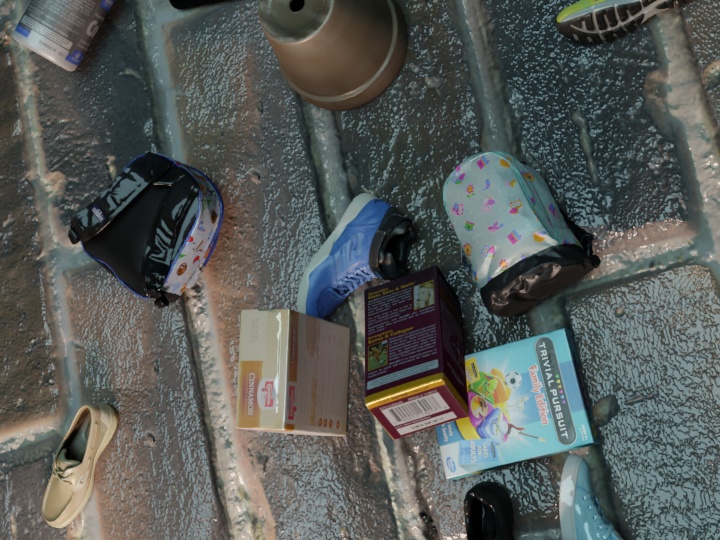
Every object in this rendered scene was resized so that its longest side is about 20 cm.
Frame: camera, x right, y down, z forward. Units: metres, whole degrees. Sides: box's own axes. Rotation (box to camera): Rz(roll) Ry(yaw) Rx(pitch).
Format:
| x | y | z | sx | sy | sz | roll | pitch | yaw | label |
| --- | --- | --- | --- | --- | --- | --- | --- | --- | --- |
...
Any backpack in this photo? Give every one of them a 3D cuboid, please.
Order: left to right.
| x | y | z | sx | sy | sz | roll | pitch | yaw | label |
| --- | --- | --- | --- | --- | --- | --- | --- | --- | --- |
| -0.291 | -0.068 | 1.711 | 0.200 | 0.154 | 0.191 | 35 | 103 | 18 | backpack |
| 0.196 | -0.060 | 1.519 | 0.167 | 0.127 | 0.200 | -29 | 68 | 19 | backpack |

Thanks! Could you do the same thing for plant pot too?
| x | y | z | sx | sy | sz | roll | pitch | yaw | label |
| --- | --- | --- | --- | --- | --- | --- | --- | --- | --- |
| -0.054 | -0.345 | 1.650 | 0.199 | 0.173 | 0.201 | -4 | 80 | 22 | plant pot |

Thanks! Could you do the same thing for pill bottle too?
| x | y | z | sx | sy | sz | roll | pitch | yaw | label |
| --- | --- | --- | --- | --- | --- | --- | --- | --- | --- |
| -0.459 | -0.431 | 1.867 | 0.114 | 0.114 | 0.200 | 32 | 94 | 24 | pill bottle |

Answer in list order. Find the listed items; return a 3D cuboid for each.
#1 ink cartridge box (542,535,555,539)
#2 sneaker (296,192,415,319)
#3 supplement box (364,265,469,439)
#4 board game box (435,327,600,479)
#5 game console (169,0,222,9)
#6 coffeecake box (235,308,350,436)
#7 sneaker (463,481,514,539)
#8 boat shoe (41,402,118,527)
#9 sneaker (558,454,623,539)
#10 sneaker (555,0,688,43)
| x | y | z | sx | sy | sz | roll | pitch | yaw | label |
| --- | --- | --- | --- | --- | --- | --- | --- | --- | --- |
| 0.270 | 0.449 | 1.404 | 0.197 | 0.047 | 0.200 | 25 | 112 | 9 | ink cartridge box |
| -0.001 | 0.000 | 1.615 | 0.111 | 0.077 | 0.200 | 30 | 86 | 34 | sneaker |
| 0.071 | 0.104 | 1.515 | 0.110 | 0.086 | 0.200 | -20 | 42 | 19 | supplement box |
| 0.193 | 0.174 | 1.520 | 0.199 | 0.047 | 0.151 | -18 | 74 | 19 | board game box |
| -0.209 | -0.518 | 1.830 | 0.199 | 0.116 | 0.176 | -6 | 108 | 22 | game console |
| -0.086 | 0.140 | 1.559 | 0.073 | 0.200 | 0.154 | -2 | 80 | 22 | coffeecake box |
| 0.170 | 0.366 | 1.471 | 0.076 | 0.091 | 0.200 | -25 | 73 | 15 | sneaker |
| -0.433 | 0.290 | 1.750 | 0.072 | 0.065 | 0.200 | 26 | 91 | 24 | boat shoe |
| 0.292 | 0.326 | 1.441 | 0.082 | 0.074 | 0.201 | -4 | 89 | 20 | sneaker |
| 0.348 | -0.372 | 1.546 | 0.200 | 0.078 | 0.091 | -22 | 64 | 12 | sneaker |
